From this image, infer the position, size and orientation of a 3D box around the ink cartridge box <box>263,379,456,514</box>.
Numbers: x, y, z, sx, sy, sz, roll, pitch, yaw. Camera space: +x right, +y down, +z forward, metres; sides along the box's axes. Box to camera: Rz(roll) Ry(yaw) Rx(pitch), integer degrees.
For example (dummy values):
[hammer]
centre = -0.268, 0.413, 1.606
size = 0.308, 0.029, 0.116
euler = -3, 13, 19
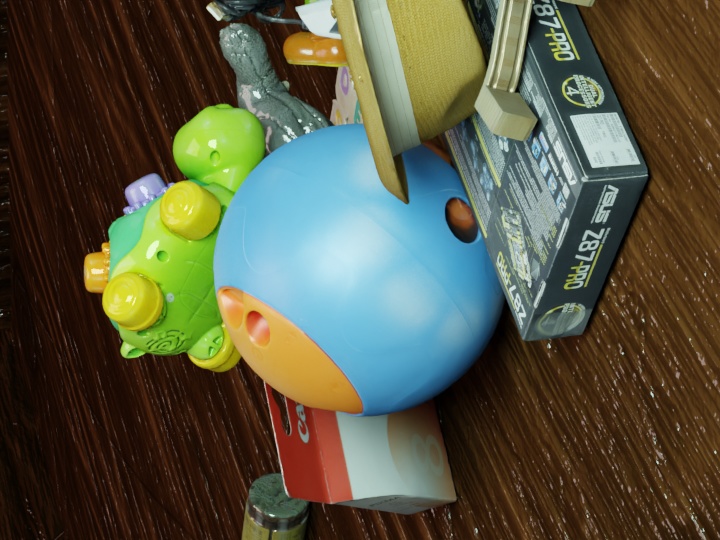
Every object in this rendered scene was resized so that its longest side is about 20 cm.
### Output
[ink cartridge box]
centre = -0.004, 0.093, 1.541
size = 0.200, 0.050, 0.162
euler = 22, -127, -62

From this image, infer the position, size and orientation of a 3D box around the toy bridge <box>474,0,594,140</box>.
[toy bridge]
centre = 0.112, -0.176, 1.190
size = 0.200, 0.027, 0.067
euler = -67, 30, 28

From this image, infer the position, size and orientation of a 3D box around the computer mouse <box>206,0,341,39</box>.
[computer mouse]
centre = -0.003, -0.181, 1.436
size = 0.110, 0.200, 0.044
euler = -10, -70, -66

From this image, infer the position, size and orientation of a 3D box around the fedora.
[fedora]
centre = 0.030, -0.141, 1.264
size = 0.201, 0.082, 0.201
euler = -14, -90, -87

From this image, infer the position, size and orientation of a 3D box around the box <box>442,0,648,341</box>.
[box]
centre = 0.107, -0.082, 1.295
size = 0.161, 0.049, 0.200
euler = 107, 151, -49

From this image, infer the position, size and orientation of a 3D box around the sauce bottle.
[sauce bottle]
centre = -0.091, 0.286, 2.084
size = 0.200, 0.065, 0.065
euler = 102, 155, -44

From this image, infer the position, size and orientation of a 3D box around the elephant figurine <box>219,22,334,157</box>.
[elephant figurine]
centre = -0.048, -0.074, 1.602
size = 0.200, 0.155, 0.142
euler = 102, 179, -64

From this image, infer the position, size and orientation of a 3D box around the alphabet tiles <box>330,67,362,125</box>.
[alphabet tiles]
centre = 0.009, -0.076, 1.686
size = 0.196, 0.015, 0.200
euler = 102, 155, -47

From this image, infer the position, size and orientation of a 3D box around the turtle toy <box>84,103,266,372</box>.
[turtle toy]
centre = -0.124, -0.026, 1.507
size = 0.101, 0.146, 0.200
euler = 29, 87, 35

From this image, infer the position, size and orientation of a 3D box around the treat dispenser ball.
[treat dispenser ball]
centre = 0.000, 0.000, 1.419
size = 0.201, 0.201, 0.201
euler = 173, 90, -74

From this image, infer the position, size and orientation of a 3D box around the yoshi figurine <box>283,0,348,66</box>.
[yoshi figurine]
centre = -0.030, -0.260, 1.587
size = 0.112, 0.112, 0.200
euler = -132, 40, -73
